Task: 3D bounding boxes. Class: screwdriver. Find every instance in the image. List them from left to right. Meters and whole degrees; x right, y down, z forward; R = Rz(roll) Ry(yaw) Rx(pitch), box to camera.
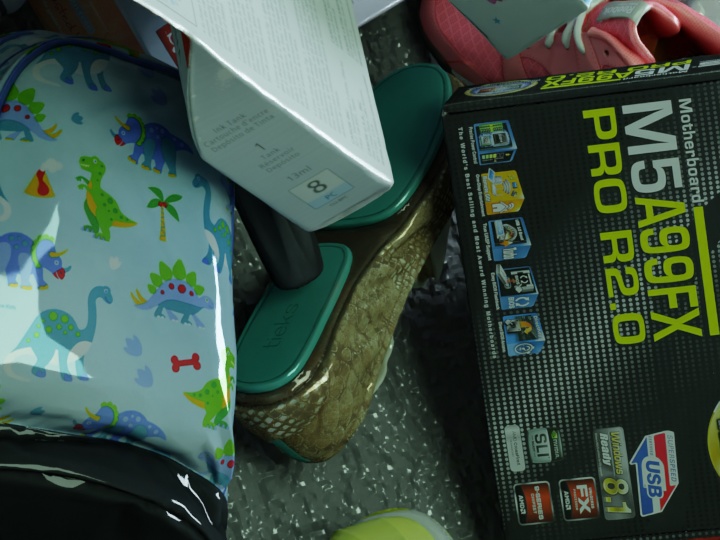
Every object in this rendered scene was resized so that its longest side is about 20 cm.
[{"bbox_3d":[-0.061,-0.081,1.109,0.029,0.028,0.201,-66,136,-60],"label":"screwdriver"}]

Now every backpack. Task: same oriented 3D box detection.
[{"bbox_3d":[-0.119,0.009,1.051,0.162,0.154,0.201,17,46,-26],"label":"backpack"}]

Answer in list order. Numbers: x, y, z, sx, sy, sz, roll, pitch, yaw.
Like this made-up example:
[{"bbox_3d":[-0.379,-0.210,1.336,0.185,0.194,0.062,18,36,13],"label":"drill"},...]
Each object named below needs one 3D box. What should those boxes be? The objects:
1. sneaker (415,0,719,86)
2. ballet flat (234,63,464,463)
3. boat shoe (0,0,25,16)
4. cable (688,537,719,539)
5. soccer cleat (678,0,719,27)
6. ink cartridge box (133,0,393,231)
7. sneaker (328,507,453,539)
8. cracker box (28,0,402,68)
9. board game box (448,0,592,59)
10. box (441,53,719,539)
[{"bbox_3d":[0.112,-0.103,1.230,0.199,0.087,0.074,25,68,24],"label":"sneaker"},{"bbox_3d":[0.000,0.000,1.189,0.200,0.070,0.065,-60,137,-32],"label":"ballet flat"},{"bbox_3d":[-0.215,-0.162,1.086,0.200,0.071,0.070,46,79,-19],"label":"boat shoe"},{"bbox_3d":[0.116,0.132,1.221,0.199,0.050,0.098,-4,78,-39],"label":"cable"},{"bbox_3d":[0.170,-0.116,1.333,0.200,0.070,0.087,-22,113,-41],"label":"soccer cleat"},{"bbox_3d":[-0.071,-0.123,1.039,0.200,0.047,0.161,33,37,-47],"label":"ink cartridge box"},{"bbox_3d":[0.011,0.201,1.116,0.105,0.076,0.201,-15,78,-24],"label":"sneaker"},{"bbox_3d":[-0.055,-0.150,1.196,0.200,0.058,0.134,-34,96,-40],"label":"cracker box"},{"bbox_3d":[0.068,-0.211,1.145,0.147,0.064,0.200,41,58,-15],"label":"board game box"},{"bbox_3d":[0.127,0.013,1.171,0.044,0.159,0.201,-53,136,-71],"label":"box"}]
